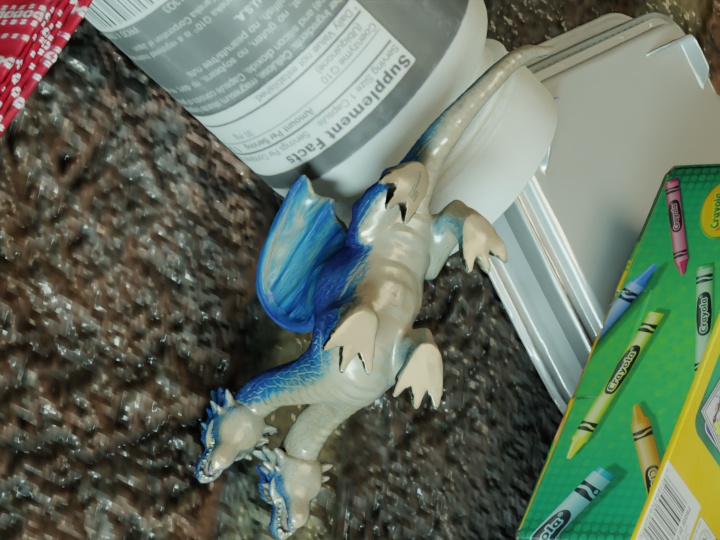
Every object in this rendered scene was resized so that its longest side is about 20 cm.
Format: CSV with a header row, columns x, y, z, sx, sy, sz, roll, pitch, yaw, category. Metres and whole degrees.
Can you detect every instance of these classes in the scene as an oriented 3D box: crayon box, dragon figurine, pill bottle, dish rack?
x,y,z,sx,sy,sz,roll,pitch,yaw,category
0.146,0.067,1.055,0.119,0.058,0.200,53,49,-37,crayon box
0.000,0.000,0.925,0.059,0.099,0.200,26,76,-27,dragon figurine
-0.024,-0.098,0.973,0.200,0.113,0.113,42,45,-23,pill bottle
0.127,-0.032,1.148,0.200,0.043,0.172,-28,90,-50,dish rack

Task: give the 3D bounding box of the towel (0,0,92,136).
x,y,z,sx,sy,sz,roll,pitch,yaw,category
-0.150,-0.122,0.845,0.144,0.023,0.200,19,56,12,towel
